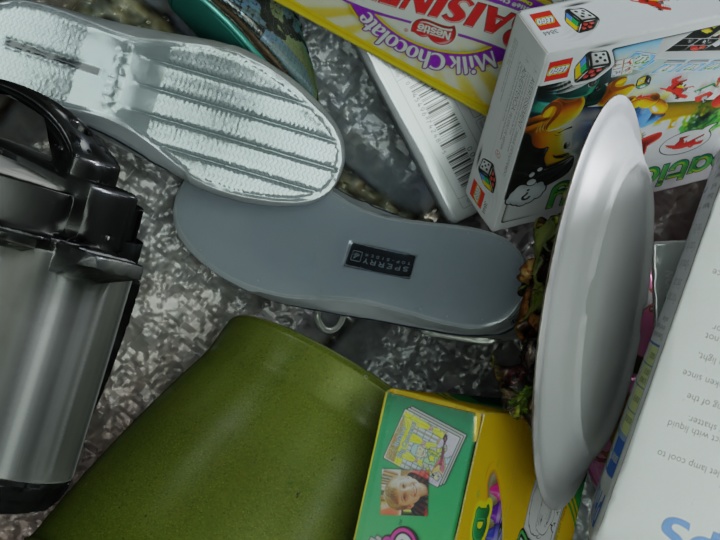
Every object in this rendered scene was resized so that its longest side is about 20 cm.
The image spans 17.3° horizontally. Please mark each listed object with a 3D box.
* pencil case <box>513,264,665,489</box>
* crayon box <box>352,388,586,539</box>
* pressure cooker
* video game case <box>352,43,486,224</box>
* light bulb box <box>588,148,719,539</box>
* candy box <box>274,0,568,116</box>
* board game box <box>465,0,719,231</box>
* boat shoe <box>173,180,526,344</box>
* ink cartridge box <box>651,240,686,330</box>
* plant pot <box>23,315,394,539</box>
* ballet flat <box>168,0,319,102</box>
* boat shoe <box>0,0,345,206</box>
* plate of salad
[{"bbox_3d":[0.153,0.084,1.269,0.086,0.083,0.200,-21,100,28],"label":"pencil case"},{"bbox_3d":[0.047,0.163,1.164,0.058,0.173,0.200,12,91,23],"label":"crayon box"},{"bbox_3d":[-0.198,0.004,1.157,0.176,0.179,0.200,16,92,-7],"label":"pressure cooker"},{"bbox_3d":[0.079,-0.154,1.225,0.182,0.022,0.200,-29,98,-4],"label":"video game case"},{"bbox_3d":[0.198,0.048,1.122,0.125,0.198,0.200,19,92,6],"label":"light bulb box"},{"bbox_3d":[0.025,-0.150,1.170,0.200,0.026,0.102,27,128,-9],"label":"candy box"},{"bbox_3d":[0.157,-0.093,1.189,0.200,0.126,0.035,-14,54,-23],"label":"board game box"},{"bbox_3d":[0.002,-0.004,1.241,0.202,0.086,0.075,13,77,19],"label":"boat shoe"},{"bbox_3d":[0.242,0.078,1.240,0.173,0.044,0.200,-2,90,4],"label":"ink cartridge box"},{"bbox_3d":[-0.059,0.134,1.196,0.200,0.200,0.193,33,77,-10],"label":"plant pot"},{"bbox_3d":[-0.085,-0.165,1.220,0.200,0.074,0.074,40,88,-12],"label":"ballet flat"},{"bbox_3d":[-0.100,-0.092,1.214,0.200,0.067,0.074,25,94,-2],"label":"boat shoe"},{"bbox_3d":[0.101,0.014,1.129,0.048,0.200,0.200,10,93,17],"label":"plate of salad"}]
